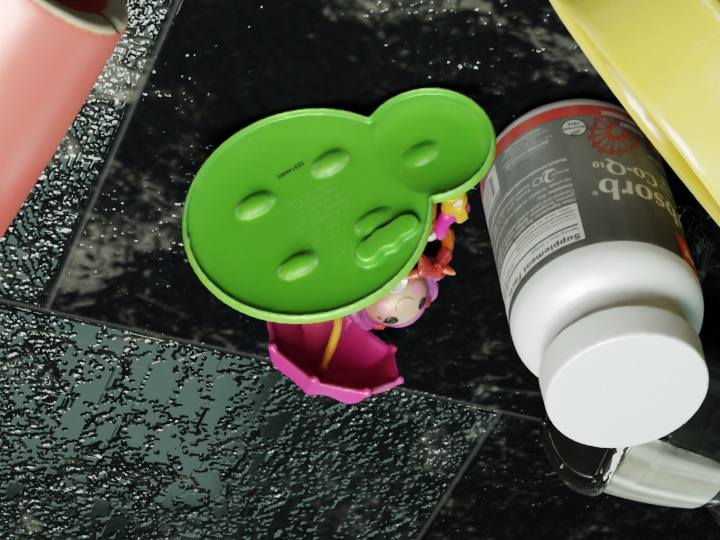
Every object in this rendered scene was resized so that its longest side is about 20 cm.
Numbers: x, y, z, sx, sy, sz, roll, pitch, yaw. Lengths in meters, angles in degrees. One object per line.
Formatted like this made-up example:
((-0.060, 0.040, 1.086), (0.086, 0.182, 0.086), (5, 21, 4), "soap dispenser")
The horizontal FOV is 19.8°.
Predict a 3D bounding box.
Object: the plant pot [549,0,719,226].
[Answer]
((0.234, -0.134, 1.132), (0.189, 0.201, 0.201), (-38, 129, 7), "plant pot")

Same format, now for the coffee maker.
((0.252, 0.089, 1.372), (0.199, 0.135, 0.192), (20, 127, -25), "coffee maker")

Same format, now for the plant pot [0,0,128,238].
((-0.231, -0.115, 1.087), (0.200, 0.201, 0.177), (33, 113, -32), "plant pot")

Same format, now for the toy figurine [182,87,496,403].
((0.000, 0.000, 1.285), (0.199, 0.150, 0.184), (-31, 149, -12), "toy figurine")

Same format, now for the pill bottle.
((0.140, 0.001, 1.227), (0.115, 0.201, 0.116), (-4, 134, -4), "pill bottle")
